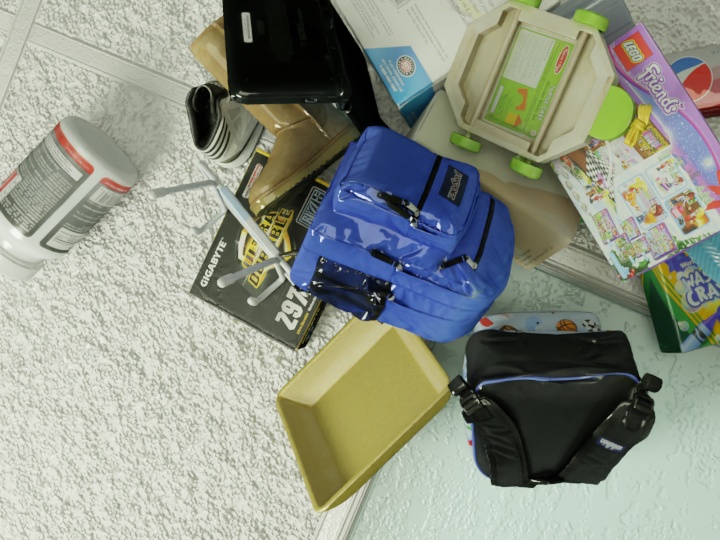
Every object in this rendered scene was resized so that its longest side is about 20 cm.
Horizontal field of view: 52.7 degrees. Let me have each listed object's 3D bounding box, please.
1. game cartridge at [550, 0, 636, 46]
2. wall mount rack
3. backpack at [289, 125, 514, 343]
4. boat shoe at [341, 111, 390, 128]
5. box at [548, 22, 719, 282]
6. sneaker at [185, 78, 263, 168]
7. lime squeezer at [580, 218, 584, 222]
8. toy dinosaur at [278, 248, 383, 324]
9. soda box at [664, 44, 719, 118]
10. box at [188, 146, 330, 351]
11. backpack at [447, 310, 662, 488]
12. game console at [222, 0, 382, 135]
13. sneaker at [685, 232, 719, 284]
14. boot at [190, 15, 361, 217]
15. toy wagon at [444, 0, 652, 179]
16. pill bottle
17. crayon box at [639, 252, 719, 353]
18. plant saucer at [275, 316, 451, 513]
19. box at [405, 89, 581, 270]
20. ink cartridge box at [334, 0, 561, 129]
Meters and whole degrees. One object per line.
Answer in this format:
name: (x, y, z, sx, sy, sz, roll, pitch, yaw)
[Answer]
game cartridge: (0.242, -0.180, 0.754, 0.133, 0.041, 0.200, -26, 122, 28)
wall mount rack: (-0.145, -0.035, 0.794, 0.074, 0.174, 0.200, -40, 80, -8)
backpack: (0.053, -0.029, 0.715, 0.199, 0.168, 0.163, 26, 55, -4)
boat shoe: (0.031, -0.113, 0.872, 0.076, 0.072, 0.200, -44, 74, 24)
box: (0.260, -0.109, 0.691, 0.136, 0.039, 0.201, -33, 82, 29)
sneaker: (-0.142, -0.225, 0.876, 0.075, 0.115, 0.202, 24, 93, 11)
lime squeezer: (0.257, -0.089, 0.834, 0.198, 0.038, 0.071, 13, 91, 12)
toy dinosaur: (0.000, 0.000, 0.832, 0.198, 0.103, 0.077, 2, 126, -15)
soda box: (0.322, -0.198, 0.810, 0.198, 0.063, 0.071, -8, 87, 10)
box: (-0.099, -0.025, 0.898, 0.159, 0.049, 0.201, 27, 94, 9)
backpack: (0.190, 0.142, 0.772, 0.198, 0.155, 0.192, 2, 127, 6)
game console: (-0.059, -0.217, 0.795, 0.174, 0.117, 0.201, -4, 53, -10)
sneaker: (0.342, -0.080, 0.735, 0.081, 0.077, 0.201, -33, 85, -28)
boot: (-0.116, -0.178, 0.806, 0.200, 0.066, 0.175, 47, 58, -1)
toy wagon: (0.176, -0.167, 0.684, 0.199, 0.039, 0.156, 30, 108, 25)
pill bottle: (-0.391, -0.088, 0.922, 0.200, 0.116, 0.116, -43, 82, 7)
crayon box: (0.366, -0.023, 0.788, 0.125, 0.052, 0.202, -14, 85, -6)
plant saucer: (0.006, 0.148, 0.829, 0.200, 0.200, 0.048, -45, 125, 7)
box: (0.137, -0.096, 0.793, 0.199, 0.095, 0.078, 31, 62, -6)
ink cartridge box: (0.101, -0.279, 0.814, 0.199, 0.145, 0.148, -31, 82, 9)
